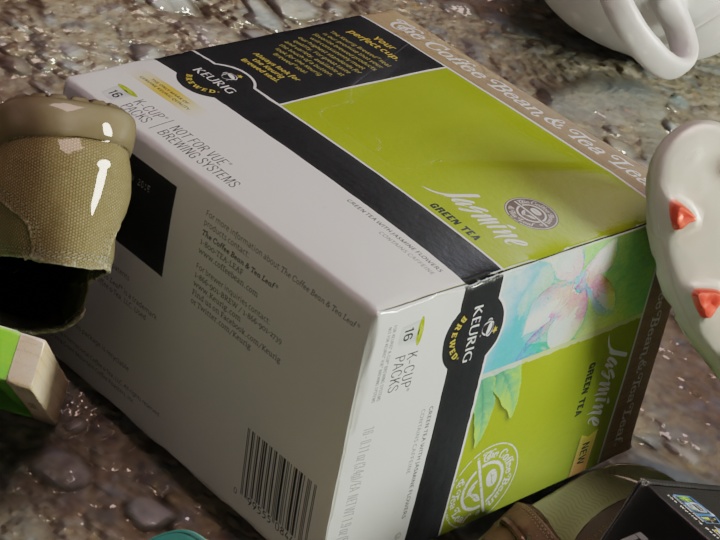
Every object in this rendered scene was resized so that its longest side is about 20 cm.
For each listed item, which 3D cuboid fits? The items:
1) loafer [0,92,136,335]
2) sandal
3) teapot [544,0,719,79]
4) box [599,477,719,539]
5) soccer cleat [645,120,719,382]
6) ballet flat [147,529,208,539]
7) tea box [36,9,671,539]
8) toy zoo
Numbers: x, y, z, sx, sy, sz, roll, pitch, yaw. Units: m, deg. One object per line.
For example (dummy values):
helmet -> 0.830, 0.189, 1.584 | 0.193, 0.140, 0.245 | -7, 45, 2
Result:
loafer -> -0.146, -0.005, 0.819 | 0.075, 0.200, 0.068 | 9, 66, -22
sandal -> 0.076, 0.118, 0.829 | 0.079, 0.058, 0.201 | 29, 35, 18
teapot -> 0.197, -0.188, 1.246 | 0.199, 0.197, 0.147 | -28, 88, -12
box -> 0.198, 0.158, 0.785 | 0.200, 0.044, 0.160 | 42, 17, 33
soccer cleat -> 0.167, 0.026, 0.858 | 0.069, 0.201, 0.078 | -34, 16, -5
ballet flat -> -0.053, 0.156, 0.684 | 0.068, 0.063, 0.200 | -26, 22, 1
tea box -> 0.000, 0.000, 0.885 | 0.196, 0.135, 0.200 | -17, 41, -39
toy zoo -> -0.214, 0.017, 0.806 | 0.198, 0.021, 0.131 | 16, -11, -1
